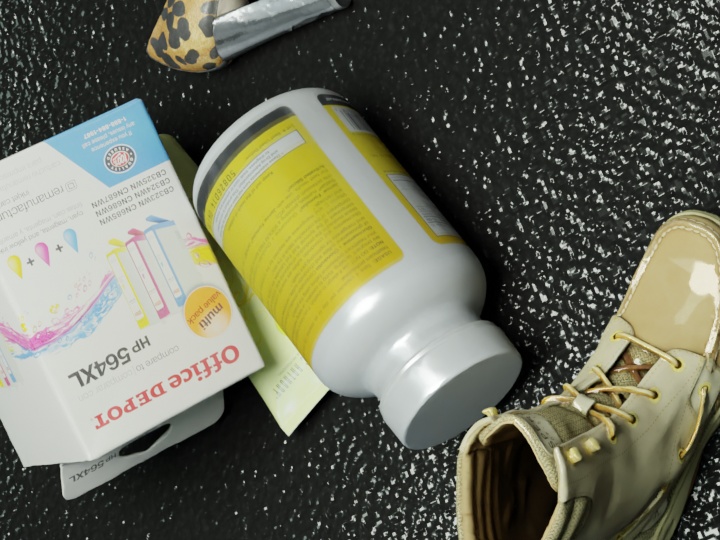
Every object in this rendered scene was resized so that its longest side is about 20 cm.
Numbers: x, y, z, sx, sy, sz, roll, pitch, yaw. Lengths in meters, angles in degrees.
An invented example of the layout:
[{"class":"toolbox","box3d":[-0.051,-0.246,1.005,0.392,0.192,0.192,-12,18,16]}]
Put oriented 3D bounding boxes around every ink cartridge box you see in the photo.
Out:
[{"class":"ink cartridge box","box3d":[-0.159,0.022,1.144,0.125,0.128,0.200,-15,102,63]}]

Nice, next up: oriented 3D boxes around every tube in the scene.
[{"class":"tube","box3d":[-0.079,0.001,1.186,0.200,0.052,0.058,51,157,20]}]

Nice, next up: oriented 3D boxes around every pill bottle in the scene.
[{"class":"pill bottle","box3d":[0.000,0.000,1.087,0.112,0.112,0.200,-50,62,24]}]

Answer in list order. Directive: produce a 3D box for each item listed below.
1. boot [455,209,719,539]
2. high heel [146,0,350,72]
[{"class":"boot","box3d":[0.122,0.065,0.970,0.073,0.155,0.200,26,104,33]},{"class":"high heel","box3d":[-0.099,-0.227,1.185,0.142,0.071,0.200,-19,87,28]}]
